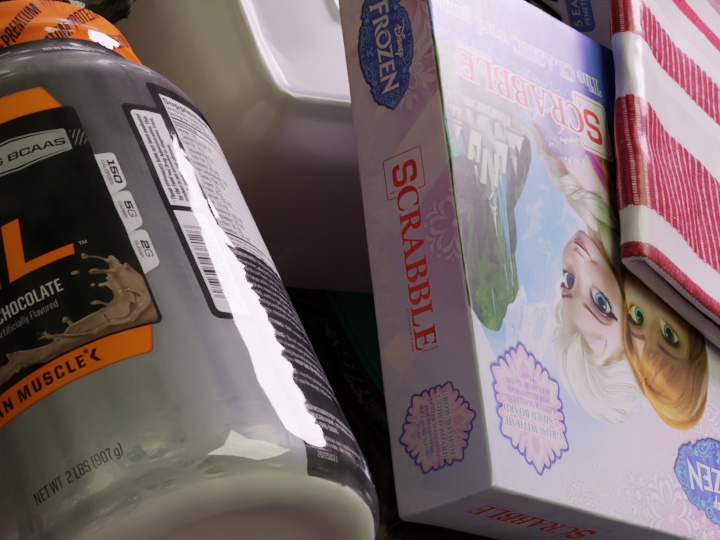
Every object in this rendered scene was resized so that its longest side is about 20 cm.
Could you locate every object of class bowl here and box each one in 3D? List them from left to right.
[{"bbox_3d":[-0.008,-0.089,0.906,0.199,0.075,0.200,2,52,-28],"label":"bowl"}]

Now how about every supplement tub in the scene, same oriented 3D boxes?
[{"bbox_3d":[-0.083,0.020,0.671,0.122,0.123,0.200,21,34,-47],"label":"supplement tub"}]

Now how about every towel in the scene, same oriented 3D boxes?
[{"bbox_3d":[0.144,-0.059,0.884,0.144,0.023,0.200,35,45,-41],"label":"towel"}]

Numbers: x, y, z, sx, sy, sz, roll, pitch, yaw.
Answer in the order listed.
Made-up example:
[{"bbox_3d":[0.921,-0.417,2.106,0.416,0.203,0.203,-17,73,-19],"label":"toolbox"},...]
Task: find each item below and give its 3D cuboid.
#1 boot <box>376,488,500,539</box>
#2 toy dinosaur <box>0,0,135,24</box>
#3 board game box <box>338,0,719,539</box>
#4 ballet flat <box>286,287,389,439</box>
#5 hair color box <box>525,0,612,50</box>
[{"bbox_3d":[0.038,0.126,0.732,0.097,0.075,0.200,21,18,8],"label":"boot"},{"bbox_3d":[-0.135,-0.108,0.853,0.200,0.088,0.047,55,-10,14],"label":"toy dinosaur"},{"bbox_3d":[0.077,0.005,0.807,0.200,0.041,0.200,19,57,-49],"label":"board game box"},{"bbox_3d":[0.000,0.000,0.944,0.074,0.074,0.200,22,35,-46],"label":"ballet flat"},{"bbox_3d":[0.069,-0.130,1.036,0.064,0.200,0.111,-35,119,-41],"label":"hair color box"}]
